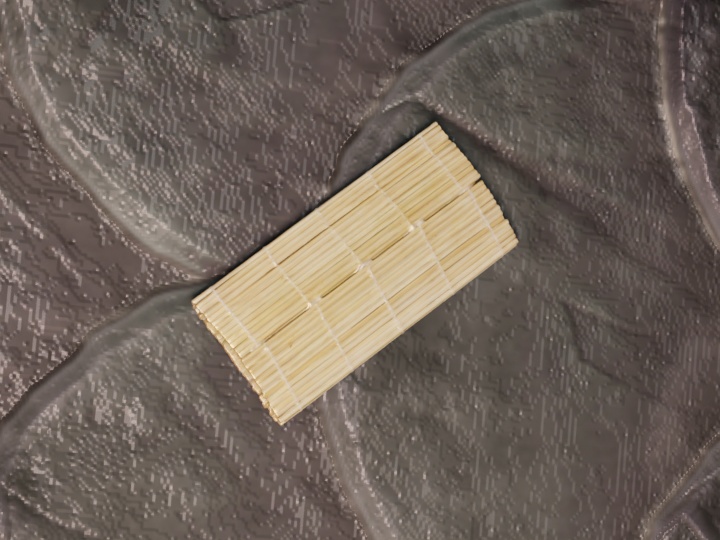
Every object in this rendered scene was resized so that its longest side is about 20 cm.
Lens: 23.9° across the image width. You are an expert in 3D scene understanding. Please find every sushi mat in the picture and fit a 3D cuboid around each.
[{"bbox_3d":[0.000,0.000,1.057,0.199,0.012,0.096,-37,96,-16],"label":"sushi mat"}]
